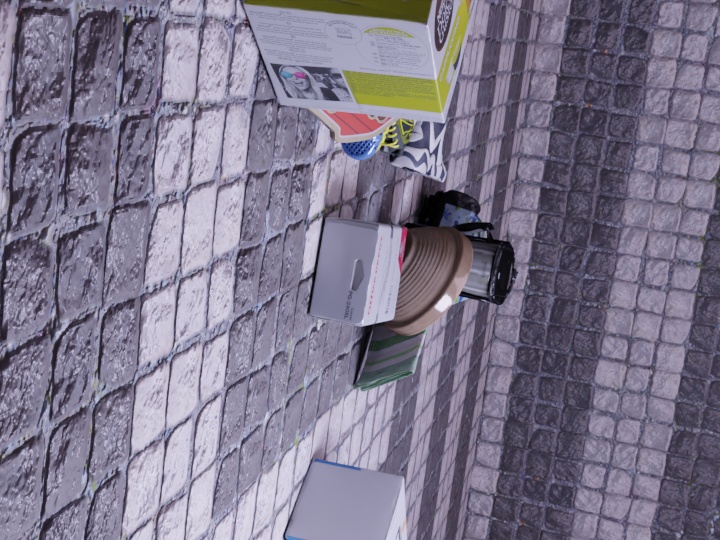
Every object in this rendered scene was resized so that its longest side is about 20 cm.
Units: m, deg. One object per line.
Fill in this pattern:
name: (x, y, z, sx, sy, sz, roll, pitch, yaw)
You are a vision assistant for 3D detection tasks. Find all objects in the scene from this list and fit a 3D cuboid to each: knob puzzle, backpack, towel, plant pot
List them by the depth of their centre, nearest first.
knob puzzle: (0.018, -0.248, 1.534, 0.220, 0.030, 0.220, -26, 126, -42)
plant pot: (0.081, 0.000, 1.991, 0.093, 0.201, 0.201, 35, 55, -26)
towel: (0.062, 0.101, 2.031, 0.153, 0.023, 0.200, -26, -143, 48)
backpack: (0.166, -0.035, 2.330, 0.200, 0.154, 0.163, -64, -171, -12)

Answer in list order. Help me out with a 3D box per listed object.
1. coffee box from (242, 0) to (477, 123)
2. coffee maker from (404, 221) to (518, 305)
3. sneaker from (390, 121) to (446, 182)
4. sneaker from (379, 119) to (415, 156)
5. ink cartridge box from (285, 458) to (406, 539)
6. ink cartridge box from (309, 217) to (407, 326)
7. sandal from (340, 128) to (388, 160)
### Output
coffee box: (0.010, -0.304, 1.328, 0.198, 0.200, 0.200, 70, 32, -64)
coffee maker: (0.167, -0.004, 2.189, 0.192, 0.200, 0.135, 65, 41, -61)
sneaker: (0.115, -0.227, 2.077, 0.199, 0.079, 0.130, 10, 98, -67)
sneaker: (0.050, -0.223, 1.824, 0.200, 0.074, 0.085, 30, 71, -76)
ink cartridge box: (-0.017, 0.413, 1.851, 0.200, 0.147, 0.146, 86, 18, -47)
ink cartridge box: (0.000, 0.000, 1.757, 0.200, 0.083, 0.145, 0, 100, -76)
sandal: (-0.009, -0.239, 1.588, 0.087, 0.079, 0.200, -41, 132, -57)
